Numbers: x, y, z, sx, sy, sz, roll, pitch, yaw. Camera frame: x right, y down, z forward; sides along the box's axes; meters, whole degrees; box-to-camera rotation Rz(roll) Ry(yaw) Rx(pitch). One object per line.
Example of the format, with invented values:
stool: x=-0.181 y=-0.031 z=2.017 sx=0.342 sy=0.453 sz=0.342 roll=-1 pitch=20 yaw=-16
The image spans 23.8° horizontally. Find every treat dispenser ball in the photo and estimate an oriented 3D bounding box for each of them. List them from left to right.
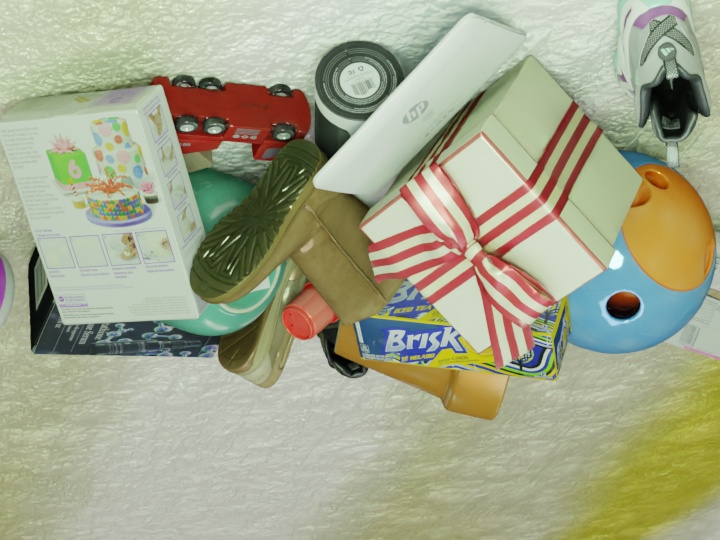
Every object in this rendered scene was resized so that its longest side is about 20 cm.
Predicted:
treat dispenser ball: x=0.252 y=-0.019 z=1.688 sx=0.199 sy=0.202 sz=0.201 roll=-5 pitch=157 yaw=-2

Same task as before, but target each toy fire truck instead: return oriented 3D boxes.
toy fire truck: x=-0.158 y=-0.120 z=1.544 sx=0.199 sy=0.049 sz=0.141 roll=3 pitch=155 yaw=-22

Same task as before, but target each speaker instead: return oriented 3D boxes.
speaker: x=-0.002 y=-0.122 z=1.541 sx=0.081 sy=0.082 sz=0.200 roll=-5 pitch=157 yaw=-4

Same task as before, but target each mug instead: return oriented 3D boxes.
mug: x=-0.135 y=-0.029 z=1.612 sx=0.114 sy=0.186 sz=0.152 roll=20 pitch=164 yaw=43

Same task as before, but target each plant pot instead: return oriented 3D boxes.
plant pot: x=0.071 y=0.045 z=1.828 sx=0.182 sy=0.201 sz=0.200 roll=10 pitch=156 yaw=-1

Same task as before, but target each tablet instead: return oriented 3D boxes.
tablet: x=0.052 y=-0.138 z=1.460 sx=0.200 sy=0.014 sz=0.130 roll=-46 pitch=161 yaw=18

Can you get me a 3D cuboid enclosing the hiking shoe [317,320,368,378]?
hiking shoe: x=-0.019 y=0.084 z=1.980 sx=0.075 sy=0.101 sz=0.200 roll=-9 pitch=156 yaw=7

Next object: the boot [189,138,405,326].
boot: x=-0.046 y=-0.001 z=1.535 sx=0.175 sy=0.066 sz=0.200 roll=-49 pitch=142 yaw=-7

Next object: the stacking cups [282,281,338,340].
stacking cups: x=0.000 y=0.000 z=1.693 sx=0.200 sy=0.061 sz=0.060 roll=-45 pitch=-175 yaw=-40

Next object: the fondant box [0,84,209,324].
fondant box: x=-0.218 y=-0.054 z=1.490 sx=0.143 sy=0.058 sz=0.201 roll=-3 pitch=118 yaw=24

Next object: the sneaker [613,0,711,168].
sneaker: x=0.262 y=-0.146 z=1.474 sx=0.077 sy=0.141 sz=0.200 roll=-12 pitch=156 yaw=11

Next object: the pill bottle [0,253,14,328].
pill bottle: x=-0.446 y=0.004 z=1.683 sx=0.104 sy=0.105 sz=0.200 roll=-22 pitch=152 yaw=32

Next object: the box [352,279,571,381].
box: x=0.096 y=0.050 z=1.629 sx=0.199 sy=0.070 sz=0.065 roll=5 pitch=134 yaw=19

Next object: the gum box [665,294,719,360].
gum box: x=0.335 y=0.039 z=1.940 sx=0.199 sy=0.067 sz=0.113 roll=18 pitch=-173 yaw=-44

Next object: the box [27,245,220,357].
box: x=-0.231 y=0.013 z=1.757 sx=0.199 sy=0.108 sz=0.149 roll=2 pitch=155 yaw=-20

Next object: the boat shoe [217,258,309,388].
boat shoe: x=-0.081 y=0.017 z=1.699 sx=0.071 sy=0.201 sz=0.064 roll=7 pitch=160 yaw=44

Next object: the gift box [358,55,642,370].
gift box: x=0.121 y=-0.042 z=1.517 sx=0.184 sy=0.187 sz=0.200 roll=42 pitch=127 yaw=-6

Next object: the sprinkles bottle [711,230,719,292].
sprinkles bottle: x=0.391 y=-0.013 z=1.906 sx=0.199 sy=0.069 sz=0.068 roll=15 pitch=149 yaw=-39
